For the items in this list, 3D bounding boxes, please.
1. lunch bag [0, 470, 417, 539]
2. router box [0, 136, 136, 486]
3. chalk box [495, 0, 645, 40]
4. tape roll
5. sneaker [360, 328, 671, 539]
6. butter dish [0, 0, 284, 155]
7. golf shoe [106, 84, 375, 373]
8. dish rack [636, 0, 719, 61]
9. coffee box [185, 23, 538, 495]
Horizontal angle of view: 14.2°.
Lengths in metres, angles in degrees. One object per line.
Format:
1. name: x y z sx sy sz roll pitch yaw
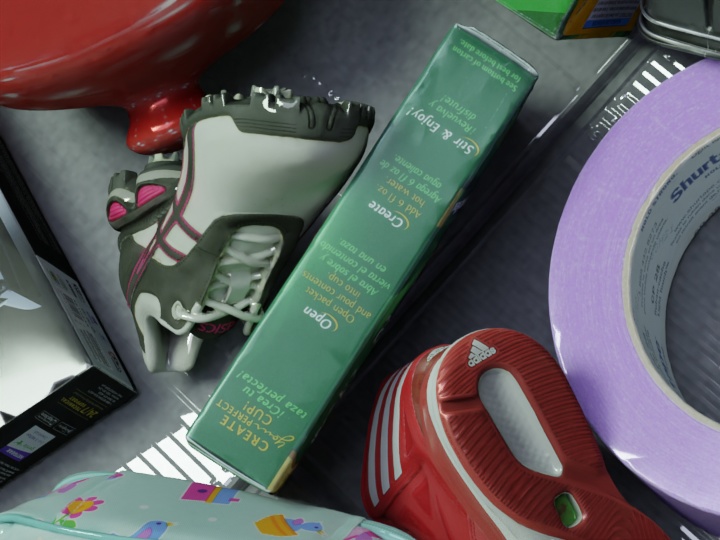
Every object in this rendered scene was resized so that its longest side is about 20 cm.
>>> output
1. lunch bag: -0.064 0.170 1.155 0.200 0.077 0.161 8 108 24
2. router box: -0.214 0.013 1.296 0.157 0.052 0.200 -33 65 7
3. chalk box: 0.046 -0.199 1.198 0.200 0.125 0.124 34 106 15
4. tape roll: 0.179 0.010 1.153 0.200 0.066 0.201 -6 71 17
5. sneaker: 0.068 0.119 1.163 0.078 0.115 0.200 -22 93 -23
6. butter dish: -0.104 -0.122 1.252 0.200 0.199 0.148 -21 91 12
7. golf shoe: -0.046 -0.018 1.189 0.077 0.200 0.088 4 73 -21
8. dish rack: 0.219 -0.152 1.169 0.153 0.055 0.200 18 47 30
9. coffee box: 0.000 0.000 1.188 0.044 0.123 0.200 33 84 2
